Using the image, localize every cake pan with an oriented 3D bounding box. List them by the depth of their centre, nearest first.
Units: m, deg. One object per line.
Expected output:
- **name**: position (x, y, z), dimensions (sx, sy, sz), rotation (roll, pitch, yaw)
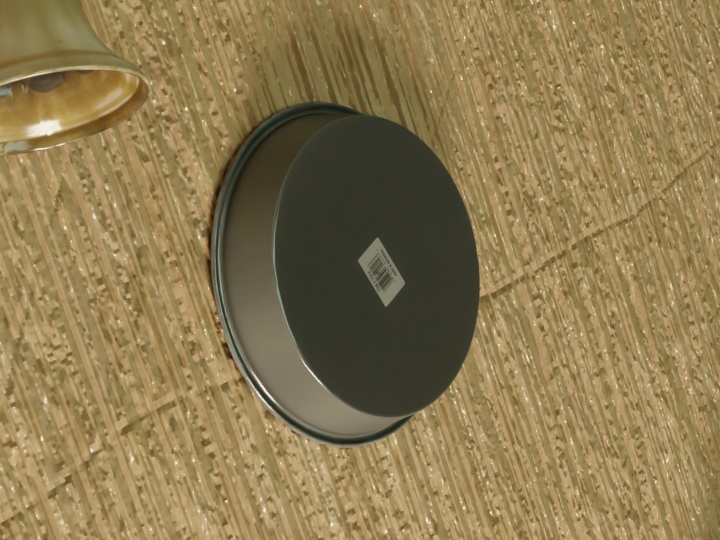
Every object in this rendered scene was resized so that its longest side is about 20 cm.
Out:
- **cake pan**: position (0.000, 0.000, 0.988), dimensions (0.200, 0.037, 0.201), rotation (9, 77, -46)

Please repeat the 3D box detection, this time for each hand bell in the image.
- **hand bell**: position (-0.173, -0.165, 0.815), dimensions (0.104, 0.104, 0.200), rotation (-4, 74, -47)
